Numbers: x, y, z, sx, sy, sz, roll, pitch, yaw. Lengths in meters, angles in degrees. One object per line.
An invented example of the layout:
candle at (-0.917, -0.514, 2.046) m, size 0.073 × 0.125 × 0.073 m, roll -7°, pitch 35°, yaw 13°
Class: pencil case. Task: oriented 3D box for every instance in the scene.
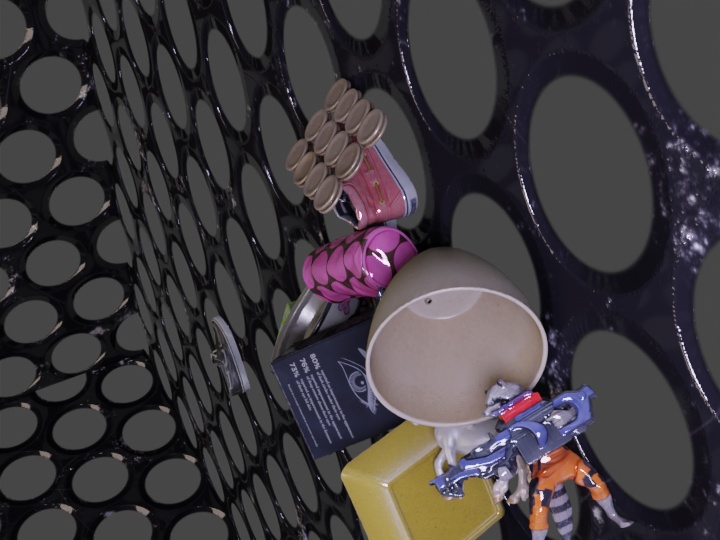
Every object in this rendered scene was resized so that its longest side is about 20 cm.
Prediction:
pencil case at (0.000, 0.000, 1.353) m, size 0.093 × 0.091 × 0.200 m, roll 30°, pitch 165°, yaw -21°

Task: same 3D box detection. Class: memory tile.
memory tile at (-0.035, -0.166, 1.364) m, size 0.154 × 0.017 × 0.200 m, roll -56°, pitch 30°, yaw 11°

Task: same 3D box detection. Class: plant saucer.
plant saucer at (0.095, 0.285, 1.304) m, size 0.048 × 0.199 × 0.201 m, roll 6°, pitch 123°, yaw 57°

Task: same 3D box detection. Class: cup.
cup at (0.100, 0.055, 1.172) m, size 0.144 × 0.198 × 0.202 m, roll -95°, pitch 2°, yaw -52°

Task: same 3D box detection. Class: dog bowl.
dog bowl at (-0.057, 0.087, 1.588) m, size 0.073 × 0.201 × 0.200 m, roll 31°, pitch 165°, yaw -14°

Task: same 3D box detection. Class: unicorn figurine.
unicorn figurine at (0.128, 0.205, 1.234) m, size 0.074 × 0.198 × 0.139 m, roll 69°, pitch -156°, yaw -84°

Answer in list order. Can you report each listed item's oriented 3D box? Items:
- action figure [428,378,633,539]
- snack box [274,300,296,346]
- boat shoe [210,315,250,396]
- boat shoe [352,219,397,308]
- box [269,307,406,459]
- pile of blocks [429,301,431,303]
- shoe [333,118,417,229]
action figure at (0.174, 0.213, 1.110) m, size 0.105 × 0.198 × 0.195 m, roll 71°, pitch 176°, yaw -80°
snack box at (-0.100, 0.154, 1.917) m, size 0.143 × 0.053 × 0.200 m, roll 64°, pitch 159°, yaw 21°
boat shoe at (-0.334, 0.210, 2.544) m, size 0.202 × 0.063 × 0.071 m, roll 68°, pitch 159°, yaw 9°
boat shoe at (0.021, -0.007, 1.462) m, size 0.069 × 0.056 × 0.202 m, roll 41°, pitch 144°, yaw 52°
box at (0.003, 0.142, 1.398) m, size 0.149 × 0.198 × 0.104 m, roll 66°, pitch -165°, yaw -4°
pile of blocks at (0.107, 0.083, 1.302) m, size 0.082 × 0.062 × 0.201 m, roll 11°, pitch -135°, yaw -60°
shoe at (-0.010, -0.136, 1.378) m, size 0.201 × 0.090 × 0.072 m, roll 56°, pitch 155°, yaw 35°
